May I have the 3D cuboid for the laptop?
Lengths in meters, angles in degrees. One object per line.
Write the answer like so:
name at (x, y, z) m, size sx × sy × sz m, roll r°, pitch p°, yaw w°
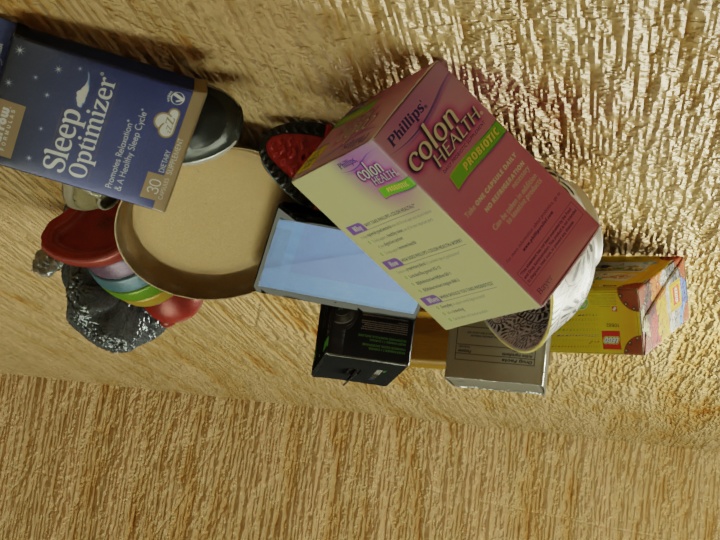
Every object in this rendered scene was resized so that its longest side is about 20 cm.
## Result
laptop at (0.000, 0.000, 1.627) m, size 0.177 × 0.104 × 0.200 m, roll 10°, pitch -174°, yaw -11°

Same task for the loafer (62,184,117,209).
loafer at (-0.254, -0.102, 1.645) m, size 0.068 × 0.076 × 0.200 m, roll 13°, pitch 168°, yaw 5°

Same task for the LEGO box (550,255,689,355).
LEGO box at (0.249, 0.037, 1.895) m, size 0.199 × 0.077 × 0.149 m, roll 1°, pitch -165°, yaw 31°

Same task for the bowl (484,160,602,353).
bowl at (0.167, -0.031, 1.594) m, size 0.094 × 0.201 × 0.201 m, roll -18°, pitch 177°, yaw -20°

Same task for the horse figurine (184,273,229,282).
horse figurine at (-0.130, -0.054, 1.783) m, size 0.200 × 0.133 × 0.050 m, roll -1°, pitch 162°, yaw -38°

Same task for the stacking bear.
stacking bear at (-0.237, -0.010, 1.846) m, size 0.114 × 0.122 × 0.200 m, roll 26°, pitch 165°, yaw 33°

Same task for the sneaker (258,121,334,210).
sneaker at (-0.010, -0.084, 1.614) m, size 0.199 × 0.080 × 0.096 m, roll 19°, pitch 176°, yaw -16°

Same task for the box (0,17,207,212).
box at (-0.241, -0.131, 1.415) m, size 0.199 × 0.121 × 0.032 m, roll 16°, pitch -153°, yaw -13°

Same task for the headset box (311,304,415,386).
headset box at (0.008, 0.027, 1.836) m, size 0.092 × 0.201 × 0.174 m, roll 8°, pitch 169°, yaw -6°

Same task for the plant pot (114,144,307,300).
plant pot at (-0.142, -0.052, 1.659) m, size 0.199 × 0.028 × 0.200 m, roll -5°, pitch 134°, yaw -5°

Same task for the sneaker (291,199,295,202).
sneaker at (-0.079, -0.094, 1.698) m, size 0.199 × 0.077 × 0.089 m, roll 12°, pitch 136°, yaw -13°

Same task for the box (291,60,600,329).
box at (0.069, -0.058, 1.433) m, size 0.200 × 0.097 × 0.176 m, roll 43°, pitch 158°, yaw -12°

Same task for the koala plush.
koala plush at (-0.304, -0.001, 2.021) m, size 0.177 × 0.184 × 0.200 m, roll 14°, pitch 178°, yaw -27°

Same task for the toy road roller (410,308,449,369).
toy road roller at (0.087, 0.052, 2.034) m, size 0.122 × 0.146 × 0.200 m, roll 5°, pitch 168°, yaw 13°

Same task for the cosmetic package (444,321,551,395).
cosmetic package at (0.147, 0.020, 1.709) m, size 0.103 × 0.201 × 0.087 m, roll 6°, pitch 170°, yaw 10°

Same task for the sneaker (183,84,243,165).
sneaker at (-0.202, -0.131, 1.471) m, size 0.199 × 0.075 × 0.085 m, roll 4°, pitch -176°, yaw 16°
